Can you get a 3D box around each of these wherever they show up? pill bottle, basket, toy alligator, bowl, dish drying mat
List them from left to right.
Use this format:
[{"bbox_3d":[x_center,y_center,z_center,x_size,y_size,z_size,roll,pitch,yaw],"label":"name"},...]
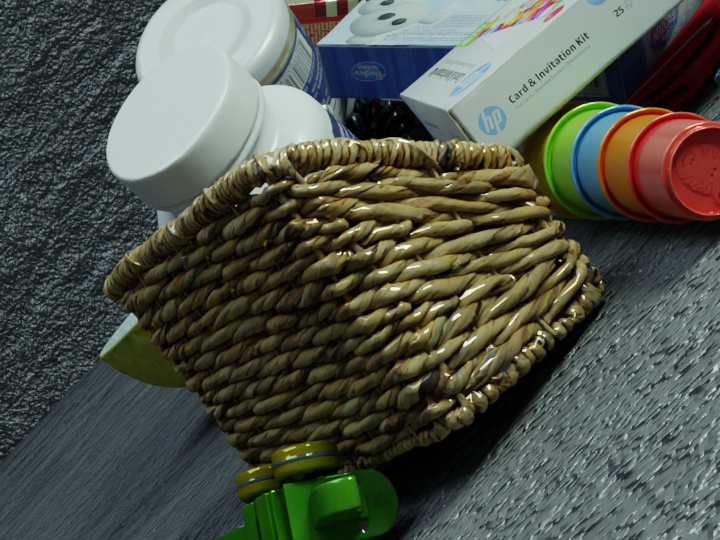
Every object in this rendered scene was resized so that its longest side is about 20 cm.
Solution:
[{"bbox_3d":[-0.113,0.033,1.545,0.200,0.108,0.200,-46,8,8],"label":"bowl"},{"bbox_3d":[-0.062,-0.102,1.272,0.110,0.200,0.112,-14,53,19],"label":"pill bottle"},{"bbox_3d":[-0.045,-0.034,1.050,0.119,0.200,0.120,-26,42,27],"label":"pill bottle"},{"bbox_3d":[-0.030,0.122,0.850,0.054,0.060,0.200,-3,-18,-28],"label":"toy alligator"},{"bbox_3d":[0.000,0.000,0.866,0.143,0.149,0.200,-39,3,-32],"label":"basket"},{"bbox_3d":[0.208,-0.153,1.054,0.200,0.018,0.077,-52,8,-32],"label":"dish drying mat"}]

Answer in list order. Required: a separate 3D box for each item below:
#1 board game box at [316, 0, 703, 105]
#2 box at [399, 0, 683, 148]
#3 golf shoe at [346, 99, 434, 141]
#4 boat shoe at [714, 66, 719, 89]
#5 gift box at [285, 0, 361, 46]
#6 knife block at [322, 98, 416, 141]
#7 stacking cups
[{"bbox_3d":[0.106,-0.168,1.157,0.199,0.044,0.199,5,36,30],"label":"board game box"},{"bbox_3d":[0.117,-0.138,0.969,0.200,0.041,0.156,-42,11,0],"label":"box"},{"bbox_3d":[0.039,-0.118,1.299,0.075,0.092,0.200,-26,-23,12],"label":"golf shoe"},{"bbox_3d":[0.203,-0.147,0.857,0.084,0.069,0.200,-38,11,48],"label":"boat shoe"},{"bbox_3d":[-0.003,-0.141,1.457,0.187,0.198,0.186,-115,24,-73],"label":"gift box"},{"bbox_3d":[-0.028,-0.029,1.218,0.200,0.064,0.175,-43,-30,26],"label":"knife block"},{"bbox_3d":[0.121,-0.050,0.838,0.061,0.060,0.200,-47,7,-2],"label":"stacking cups"}]
